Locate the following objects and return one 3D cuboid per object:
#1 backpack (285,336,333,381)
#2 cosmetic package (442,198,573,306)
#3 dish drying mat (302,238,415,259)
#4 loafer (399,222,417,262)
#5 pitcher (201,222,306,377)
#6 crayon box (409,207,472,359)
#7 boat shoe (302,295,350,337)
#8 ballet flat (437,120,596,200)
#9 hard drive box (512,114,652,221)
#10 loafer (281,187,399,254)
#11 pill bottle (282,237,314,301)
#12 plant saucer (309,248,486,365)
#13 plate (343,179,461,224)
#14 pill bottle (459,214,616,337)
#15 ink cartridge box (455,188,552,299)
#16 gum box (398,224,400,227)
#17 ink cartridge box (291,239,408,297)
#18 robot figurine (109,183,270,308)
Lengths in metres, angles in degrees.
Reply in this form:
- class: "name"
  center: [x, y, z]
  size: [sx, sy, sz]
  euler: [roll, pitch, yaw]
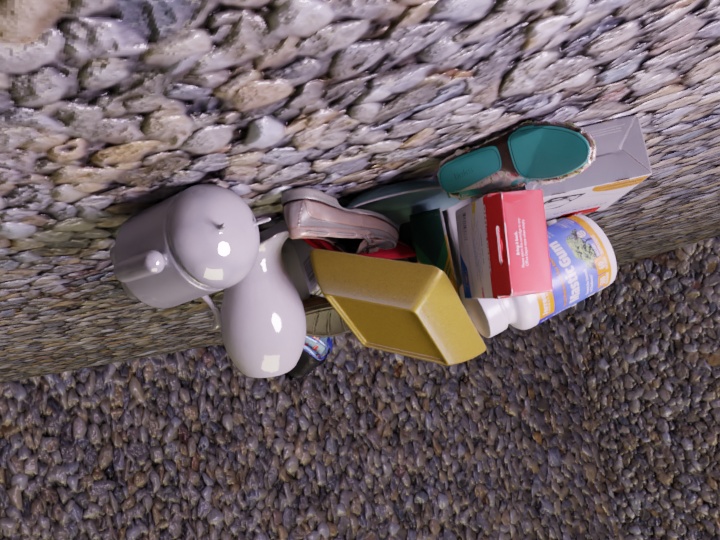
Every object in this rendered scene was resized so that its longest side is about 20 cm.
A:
- class: "backpack"
  center: [-0.119, 0.068, 1.394]
  size: [0.134, 0.182, 0.201]
  euler: [-41, -163, 39]
- class: "cosmetic package"
  center: [0.228, -0.018, 1.225]
  size: [0.162, 0.203, 0.165]
  euler: [-11, 172, 1]
- class: "dish drying mat"
  center: [0.000, -0.038, 1.088]
  size: [0.199, 0.077, 0.018]
  euler: [-1, 123, -54]
- class: "loafer"
  center: [0.107, 0.005, 1.223]
  size: [0.071, 0.202, 0.063]
  euler: [-29, 162, 28]
- class: "pitcher"
  center: [-0.165, 0.044, 1.077]
  size: [0.169, 0.203, 0.121]
  euler: [-4, -165, 4]
- class: "crayon box"
  center: [0.118, 0.027, 1.123]
  size: [0.051, 0.203, 0.126]
  euler: [-12, 162, 7]
- class: "boat shoe"
  center: [-0.018, 0.049, 1.188]
  size: [0.197, 0.068, 0.072]
  euler: [-8, 140, -17]
- class: "ballet flat"
  center: [0.179, -0.128, 0.876]
  size: [0.198, 0.077, 0.064]
  euler: [-6, -173, 37]
- class: "hard drive box"
  center: [0.270, -0.122, 1.007]
  size: [0.154, 0.078, 0.200]
  euler: [-12, 173, 2]
- class: "loafer"
  center: [-0.024, -0.048, 0.981]
  size: [0.071, 0.064, 0.199]
  euler: [-16, 157, 39]
- class: "pill bottle"
  center: [-0.085, 0.003, 1.226]
  size: [0.198, 0.114, 0.111]
  euler: [-4, 169, -44]
- class: "plant saucer"
  center: [0.043, 0.057, 0.992]
  size: [0.198, 0.049, 0.201]
  euler: [8, 150, 33]
- class: "plate"
  center: [0.051, -0.094, 1.063]
  size: [0.197, 0.026, 0.200]
  euler: [-12, 171, -2]
- class: "pill bottle"
  center: [0.242, 0.012, 1.058]
  size: [0.198, 0.113, 0.112]
  euler: [-27, 175, -11]
- class: "ink cartridge box"
  center: [0.170, -0.028, 0.898]
  size: [0.066, 0.118, 0.200]
  euler: [-6, 179, -6]
- class: "gum box"
  center: [0.107, 0.006, 1.326]
  size: [0.198, 0.172, 0.044]
  euler: [-3, 168, -46]
- class: "ink cartridge box"
  center: [0.000, 0.000, 1.136]
  size: [0.198, 0.110, 0.050]
  euler: [17, 129, -40]
- class: "robot figurine"
  center: [-0.190, -0.026, 0.842]
  size: [0.198, 0.114, 0.169]
  euler: [-18, -169, 37]
